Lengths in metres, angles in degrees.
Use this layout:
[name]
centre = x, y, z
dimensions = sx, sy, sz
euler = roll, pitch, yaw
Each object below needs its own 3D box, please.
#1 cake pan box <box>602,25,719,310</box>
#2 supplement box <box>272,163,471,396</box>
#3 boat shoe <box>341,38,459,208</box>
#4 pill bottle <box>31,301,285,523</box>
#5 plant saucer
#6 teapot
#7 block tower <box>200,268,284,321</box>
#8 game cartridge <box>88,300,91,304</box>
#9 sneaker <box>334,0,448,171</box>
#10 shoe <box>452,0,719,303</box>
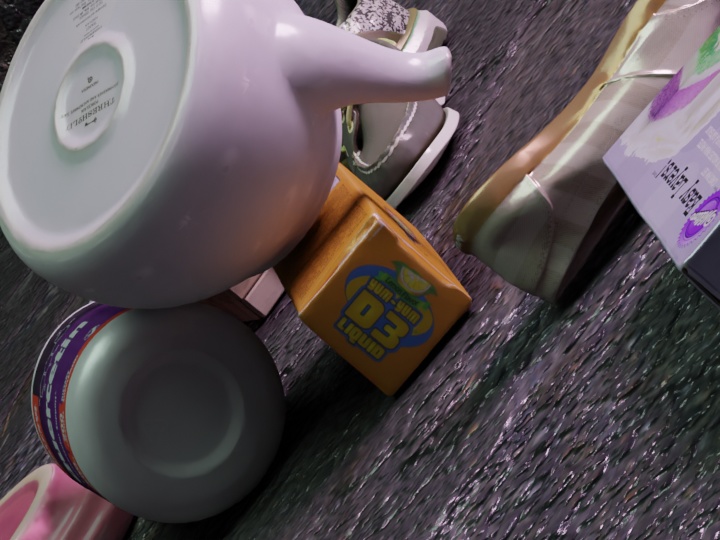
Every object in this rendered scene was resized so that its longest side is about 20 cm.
[cake pan box]
centre = 0.176, -0.073, 1.022
dimensions = 0.184, 0.052, 0.200
euler = -50, 11, 10
[supplement box]
centre = 0.000, 0.000, 1.408
dimensions = 0.069, 0.066, 0.200
euler = -50, 11, 1
[boat shoe]
centre = 0.013, -0.089, 1.649
dimensions = 0.072, 0.060, 0.202
euler = -48, 12, 11
[pill bottle]
centre = -0.113, 0.069, 1.495
dimensions = 0.113, 0.112, 0.200
euler = -52, 12, -9
[plant saucer]
centre = -0.209, 0.186, 1.647
dimensions = 0.201, 0.051, 0.201
euler = -47, 12, 13
[teapot]
centre = -0.081, -0.061, 1.400
dimensions = 0.200, 0.146, 0.198
euler = 33, 99, 50
[block tower]
centre = -0.090, -0.001, 1.779
dimensions = 0.058, 0.054, 0.200
euler = -54, 12, -16
[game cartridge]
centre = -0.105, -0.045, 1.737
dimensions = 0.133, 0.041, 0.200
euler = -50, 14, 34
[sneaker]
centre = -0.021, -0.114, 1.786
dimensions = 0.077, 0.089, 0.200
euler = -38, 17, 44
[shoe]
centre = 0.124, -0.069, 1.223
dimensions = 0.200, 0.053, 0.070
euler = -48, -21, -8
